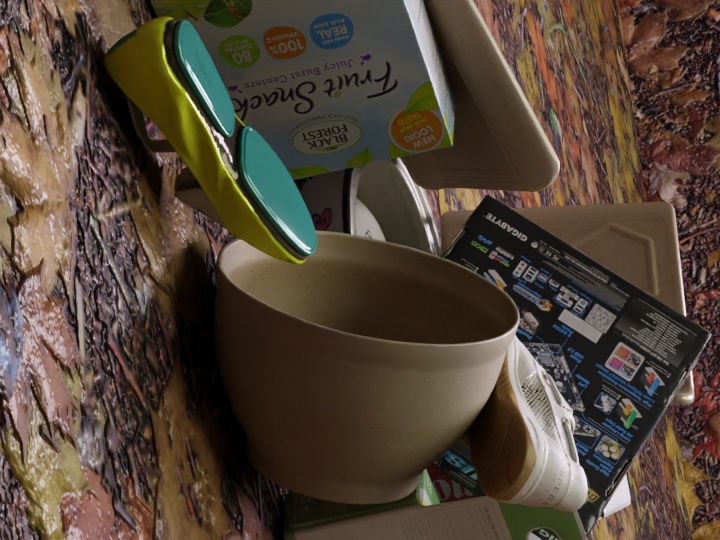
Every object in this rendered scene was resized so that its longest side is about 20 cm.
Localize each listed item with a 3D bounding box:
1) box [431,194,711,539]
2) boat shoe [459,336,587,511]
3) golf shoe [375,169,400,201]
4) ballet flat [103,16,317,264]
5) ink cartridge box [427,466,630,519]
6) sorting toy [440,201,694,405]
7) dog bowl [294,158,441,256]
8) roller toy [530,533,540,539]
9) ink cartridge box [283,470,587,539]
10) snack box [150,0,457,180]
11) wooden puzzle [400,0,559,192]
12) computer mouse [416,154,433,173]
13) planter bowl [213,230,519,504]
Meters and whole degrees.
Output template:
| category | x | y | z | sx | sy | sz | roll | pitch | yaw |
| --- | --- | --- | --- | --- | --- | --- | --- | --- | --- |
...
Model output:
| category | x | y | z | sx | sy | sz | roll | pitch | yaw |
| --- | --- | --- | --- | --- | --- | --- | --- | --- | --- |
| box | 0.121 | 0.072 | 1.599 | 0.199 | 0.200 | 0.050 | -54 | 172 | -29 |
| boat shoe | 0.108 | 0.102 | 1.486 | 0.069 | 0.071 | 0.200 | 26 | 23 | -18 |
| golf shoe | -0.010 | -0.103 | 1.784 | 0.088 | 0.077 | 0.200 | -98 | 167 | -45 |
| ballet flat | -0.098 | -0.077 | 1.412 | 0.200 | 0.067 | 0.067 | 58 | 25 | -35 |
| ink cartridge box | 0.090 | 0.161 | 1.684 | 0.176 | 0.200 | 0.084 | 6 | 74 | -76 |
| sorting toy | 0.157 | 0.030 | 1.711 | 0.036 | 0.185 | 0.200 | 84 | 4 | -52 |
| dog bowl | 0.000 | 0.000 | 1.698 | 0.200 | 0.074 | 0.200 | -12 | 90 | -69 |
| roller toy | 0.141 | 0.312 | 1.882 | 0.200 | 0.140 | 0.182 | -77 | 151 | -58 |
| ink cartridge box | 0.062 | 0.199 | 1.544 | 0.048 | 0.200 | 0.146 | -89 | 161 | -50 |
| snack box | -0.041 | -0.163 | 1.513 | 0.068 | 0.169 | 0.200 | -82 | 155 | -53 |
| wooden puzzle | 0.057 | -0.142 | 1.616 | 0.185 | 0.037 | 0.200 | 60 | -21 | -13 |
| computer mouse | 0.029 | -0.164 | 1.711 | 0.200 | 0.110 | 0.044 | 57 | 40 | -11 |
| planter bowl | -0.008 | 0.070 | 1.460 | 0.200 | 0.200 | 0.135 | -56 | 160 | -71 |
